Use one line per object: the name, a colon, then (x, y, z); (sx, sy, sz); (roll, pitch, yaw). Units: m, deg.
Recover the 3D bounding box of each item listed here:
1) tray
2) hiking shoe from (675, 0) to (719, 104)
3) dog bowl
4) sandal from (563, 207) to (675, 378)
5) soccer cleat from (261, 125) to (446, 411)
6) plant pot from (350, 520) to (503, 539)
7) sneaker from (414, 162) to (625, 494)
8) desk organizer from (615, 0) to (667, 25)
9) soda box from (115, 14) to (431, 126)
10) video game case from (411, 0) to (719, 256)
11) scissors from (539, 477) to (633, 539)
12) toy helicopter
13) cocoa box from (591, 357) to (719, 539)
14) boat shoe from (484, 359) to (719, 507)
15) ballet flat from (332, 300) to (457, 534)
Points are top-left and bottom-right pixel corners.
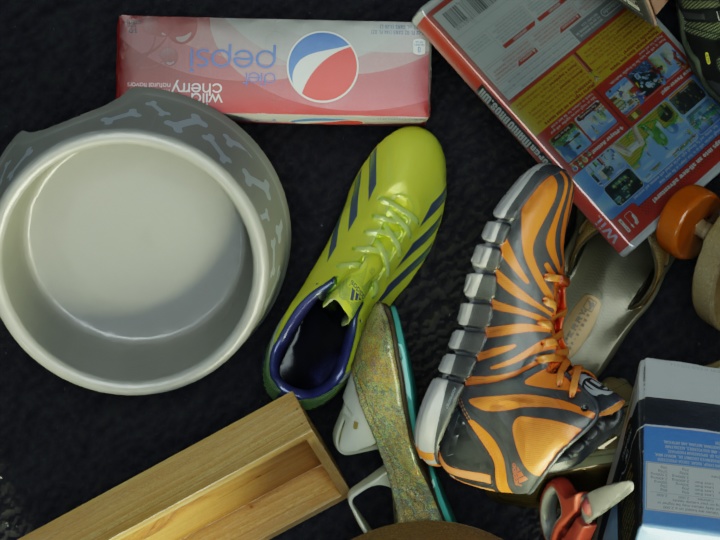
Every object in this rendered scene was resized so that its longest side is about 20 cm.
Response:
tray: (-0.112, 0.156, 1.417); (0.200, 0.099, 0.037); (-28, 57, 0)
hiking shoe: (0.227, -0.181, 1.404); (0.076, 0.101, 0.200); (-26, 70, 0)
dog bowl: (-0.144, -0.012, 1.408); (0.200, 0.059, 0.200); (0, 110, 1)
sandal: (0.164, -0.013, 1.440); (0.080, 0.054, 0.200); (27, 82, 0)
soccer cleat: (0.001, 0.001, 1.427); (0.065, 0.084, 0.200); (28, 90, 1)
plant pot: (0.044, 0.275, 1.336); (0.186, 0.200, 0.187); (-1, 109, -2)
sneaker: (0.117, 0.041, 1.358); (0.112, 0.078, 0.200); (20, 94, 26)
desk organizer: (0.126, -0.246, 1.404); (0.200, 0.072, 0.077); (38, 84, 26)
soda box: (-0.055, -0.127, 1.439); (0.200, 0.070, 0.064); (1, 89, 0)
video game case: (0.145, -0.122, 1.426); (0.200, 0.017, 0.143); (48, 58, 4)
scissors: (0.132, 0.137, 1.339); (0.014, 0.200, 0.073); (-10, 63, -9)
toy helicopter: (0.282, -0.039, 1.423); (0.200, 0.132, 0.079); (-46, 51, -14)
cocoa box: (0.213, 0.173, 1.349); (0.133, 0.200, 0.131); (7, 45, 0)
boat shoe: (0.173, 0.101, 1.437); (0.200, 0.074, 0.067); (-14, 65, 7)
ballet flat: (0.018, 0.120, 1.417); (0.071, 0.071, 0.200); (-17, 106, 0)
